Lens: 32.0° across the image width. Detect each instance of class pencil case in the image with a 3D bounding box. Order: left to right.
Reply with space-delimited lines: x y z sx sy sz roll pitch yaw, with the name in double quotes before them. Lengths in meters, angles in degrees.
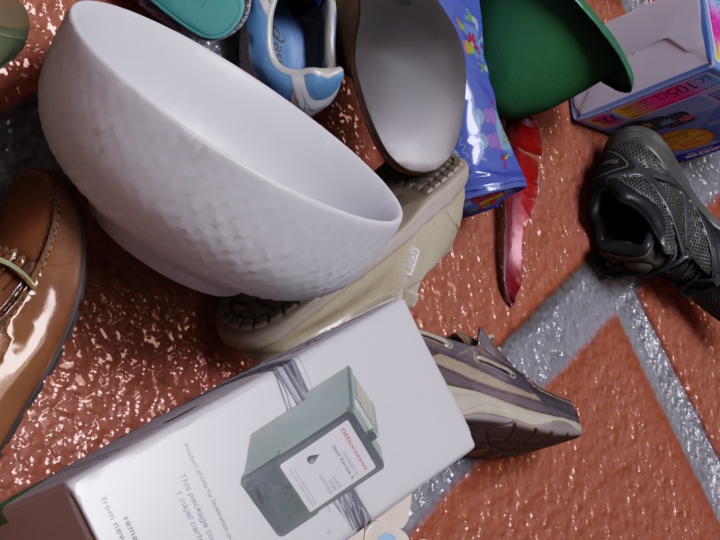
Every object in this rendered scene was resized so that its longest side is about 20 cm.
"pencil case" 0.056 -0.134 0.850 0.087 0.077 0.203 6 70 -62

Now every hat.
"hat" 0.086 -0.129 0.914 0.166 0.176 0.200 42 6 -40

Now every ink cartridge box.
"ink cartridge box" -0.067 0.102 0.582 0.199 0.145 0.085 -27 90 -42
"ink cartridge box" 0.284 -0.155 1.041 0.198 0.136 0.077 9 71 -42

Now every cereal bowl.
"cereal bowl" -0.080 -0.049 0.640 0.199 0.084 0.200 33 14 -9

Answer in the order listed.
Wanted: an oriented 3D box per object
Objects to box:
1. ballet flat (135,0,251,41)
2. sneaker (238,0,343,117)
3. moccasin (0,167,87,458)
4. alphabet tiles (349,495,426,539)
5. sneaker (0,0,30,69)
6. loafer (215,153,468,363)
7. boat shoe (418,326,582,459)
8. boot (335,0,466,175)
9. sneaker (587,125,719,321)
"ballet flat" -0.144 -0.203 0.694 0.200 0.072 0.073 36 53 -31
"sneaker" -0.050 -0.192 0.768 0.071 0.072 0.203 -6 79 -44
"moccasin" -0.184 0.035 0.559 0.078 0.073 0.203 44 58 -35
"alphabet tiles" -0.020 0.180 0.707 0.199 0.015 0.198 30 56 -34
"sneaker" -0.217 -0.052 0.561 0.200 0.067 0.091 -39 108 -42
"loafer" 0.000 0.000 0.739 0.199 0.075 0.069 -37 127 -33
"boat shoe" 0.073 0.072 0.795 0.199 0.074 0.074 18 59 -45
"boot" 0.014 -0.140 0.790 0.073 0.076 0.202 -1 65 -24
"sneaker" 0.249 -0.008 1.001 0.200 0.076 0.115 49 49 -17
